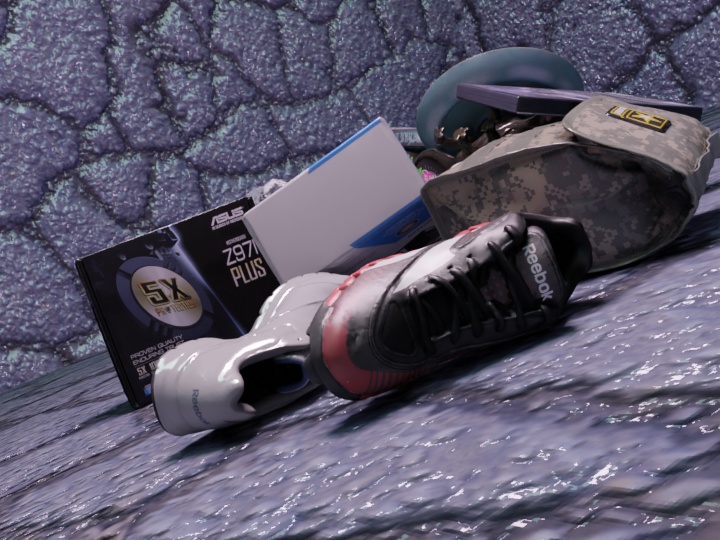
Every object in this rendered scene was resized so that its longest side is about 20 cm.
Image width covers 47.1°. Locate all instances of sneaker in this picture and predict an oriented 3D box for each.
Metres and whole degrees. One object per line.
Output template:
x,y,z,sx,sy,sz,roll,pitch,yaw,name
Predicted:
-0.048,0.059,0.579,0.086,0.076,0.199,-2,22,40,sneaker
0.059,0.013,0.472,0.199,0.072,0.097,-22,1,-34,sneaker

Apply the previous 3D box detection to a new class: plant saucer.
0.164,-0.175,0.960,0.196,0.028,0.201,-5,-31,-3,plant saucer

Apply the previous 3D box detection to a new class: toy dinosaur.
0.144,-0.132,0.924,0.198,0.102,0.078,-28,36,27,toy dinosaur

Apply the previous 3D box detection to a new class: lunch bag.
0.171,-0.066,0.640,0.198,0.119,0.164,-15,11,32,lunch bag

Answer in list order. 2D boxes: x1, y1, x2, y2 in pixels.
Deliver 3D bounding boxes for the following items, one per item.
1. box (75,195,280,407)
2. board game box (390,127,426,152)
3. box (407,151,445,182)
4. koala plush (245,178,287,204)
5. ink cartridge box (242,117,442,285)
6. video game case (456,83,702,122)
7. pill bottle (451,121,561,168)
-0.188,0.032,0.906,0.198,0.166,0.086,-22,3,-20,box
0.123,-0.171,1.152,0.196,0.029,0.135,1,-4,2,board game box
0.057,-0.094,1.161,0.197,0.127,0.148,3,-4,-17,box
-0.119,-0.077,1.384,0.198,0.187,0.176,25,-27,-31,koala plush
0.002,-0.034,0.751,0.144,0.085,0.200,-35,-16,6,ink cartridge box
0.213,-0.168,0.824,0.197,0.019,0.143,-1,17,-17,video game case
0.164,-0.076,0.859,0.198,0.114,0.112,-20,4,25,pill bottle
